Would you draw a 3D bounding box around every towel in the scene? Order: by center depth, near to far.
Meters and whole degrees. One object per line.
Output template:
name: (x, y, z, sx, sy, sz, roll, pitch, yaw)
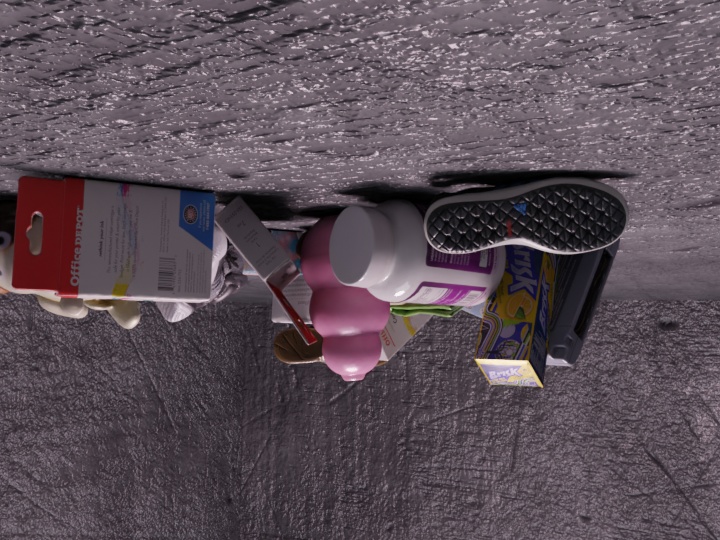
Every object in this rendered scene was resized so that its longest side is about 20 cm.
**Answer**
towel: (0.150, 0.010, 1.012, 0.198, 0.031, 0.148, -36, -166, -28)

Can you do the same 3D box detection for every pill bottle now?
pill bottle: (0.064, -0.020, 0.801, 0.196, 0.116, 0.111, 6, 173, -38)

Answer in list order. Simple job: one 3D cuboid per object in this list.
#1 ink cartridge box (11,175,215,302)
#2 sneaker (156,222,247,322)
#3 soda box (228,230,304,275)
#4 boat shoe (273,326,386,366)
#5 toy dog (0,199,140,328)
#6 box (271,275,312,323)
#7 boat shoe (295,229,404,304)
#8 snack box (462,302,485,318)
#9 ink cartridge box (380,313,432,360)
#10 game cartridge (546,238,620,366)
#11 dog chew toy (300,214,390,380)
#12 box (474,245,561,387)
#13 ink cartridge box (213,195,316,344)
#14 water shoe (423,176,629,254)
ink cartridge box: (-0.259, -0.029, 0.748, 0.194, 0.120, 0.067, 4, 175, -25)
sneaker: (-0.194, -0.011, 0.917, 0.112, 0.077, 0.200, -25, 167, -42)
soda box: (-0.183, -0.028, 1.046, 0.194, 0.066, 0.068, 3, 175, -24)
boat shoe: (-0.044, 0.118, 1.156, 0.193, 0.076, 0.065, 5, -175, -5)
toy dog: (-0.379, -0.025, 0.888, 0.193, 0.142, 0.198, 40, -163, 27)
box: (-0.028, 0.025, 1.218, 0.194, 0.135, 0.198, 4, 175, -32)
boat shoe: (0.000, 0.000, 1.006, 0.197, 0.073, 0.076, 28, 167, 30)
snack box: (0.211, 0.034, 1.265, 0.165, 0.070, 0.198, 23, -172, 27)
ink cartridge box: (0.036, 0.057, 1.093, 0.199, 0.118, 0.067, -41, -159, -31)
game cartridge: (0.249, 0.031, 0.913, 0.041, 0.203, 0.132, 38, 156, -23)
dog chew toy: (-0.014, 0.035, 0.895, 0.120, 0.207, 0.125, -4, 177, 0)
box: (0.196, 0.034, 0.855, 0.068, 0.204, 0.065, -3, 144, 31)
ink cartridge box: (-0.098, 0.006, 0.870, 0.044, 0.177, 0.200, -38, 178, -4)
water shoe: (0.158, -0.062, 0.688, 0.193, 0.074, 0.079, -1, -157, 5)
